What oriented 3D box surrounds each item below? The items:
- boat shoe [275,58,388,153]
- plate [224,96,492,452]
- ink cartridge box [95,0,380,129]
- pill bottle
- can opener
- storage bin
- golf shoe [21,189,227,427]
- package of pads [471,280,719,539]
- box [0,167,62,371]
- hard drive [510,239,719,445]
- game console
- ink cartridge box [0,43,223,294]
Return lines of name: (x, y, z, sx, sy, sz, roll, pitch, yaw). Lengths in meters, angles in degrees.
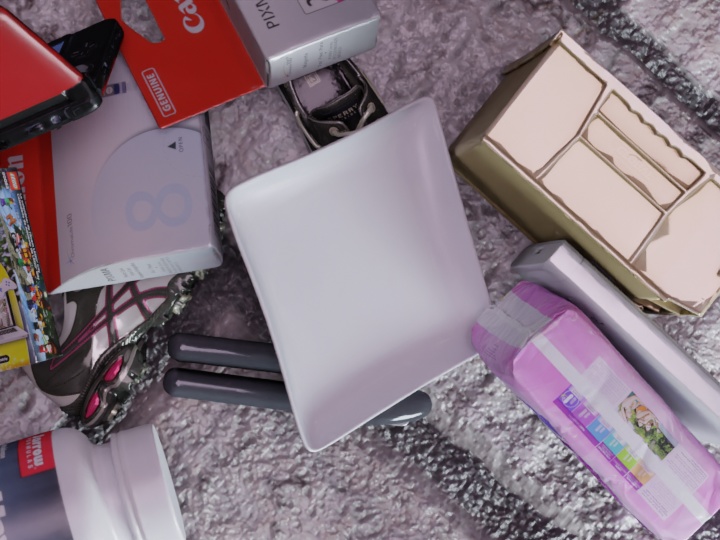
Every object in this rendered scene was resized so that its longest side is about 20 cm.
boat shoe: (-0.016, -0.114, 1.271, 0.070, 0.064, 0.201, -36, 93, -6)
plate: (0.000, 0.000, 1.226, 0.199, 0.032, 0.202, -28, 109, -34)
ink cartridge box: (-0.105, -0.219, 1.227, 0.172, 0.044, 0.201, -23, 67, -15)
pill bottle: (-0.232, 0.179, 1.208, 0.198, 0.120, 0.121, -16, 91, -6)
can opener: (-0.045, 0.082, 1.260, 0.198, 0.067, 0.054, 8, 90, -14)
storage bin: (0.169, -0.061, 1.224, 0.198, 0.200, 0.094, 41, 86, -4)
golf shoe: (-0.170, 0.015, 1.246, 0.088, 0.077, 0.201, 33, 85, 0)
package of pads: (0.175, 0.102, 1.243, 0.076, 0.121, 0.200, -44, 105, 1)
box: (-0.319, 0.017, 1.202, 0.198, 0.038, 0.138, -13, 90, 20)
hard drive: (0.203, 0.054, 1.259, 0.200, 0.132, 0.027, 43, 85, -4)
game console: (-0.281, -0.135, 1.146, 0.199, 0.173, 0.119, -20, 121, 16)
ink cartridge box: (-0.204, -0.069, 1.219, 0.198, 0.047, 0.162, -9, 70, 2)
